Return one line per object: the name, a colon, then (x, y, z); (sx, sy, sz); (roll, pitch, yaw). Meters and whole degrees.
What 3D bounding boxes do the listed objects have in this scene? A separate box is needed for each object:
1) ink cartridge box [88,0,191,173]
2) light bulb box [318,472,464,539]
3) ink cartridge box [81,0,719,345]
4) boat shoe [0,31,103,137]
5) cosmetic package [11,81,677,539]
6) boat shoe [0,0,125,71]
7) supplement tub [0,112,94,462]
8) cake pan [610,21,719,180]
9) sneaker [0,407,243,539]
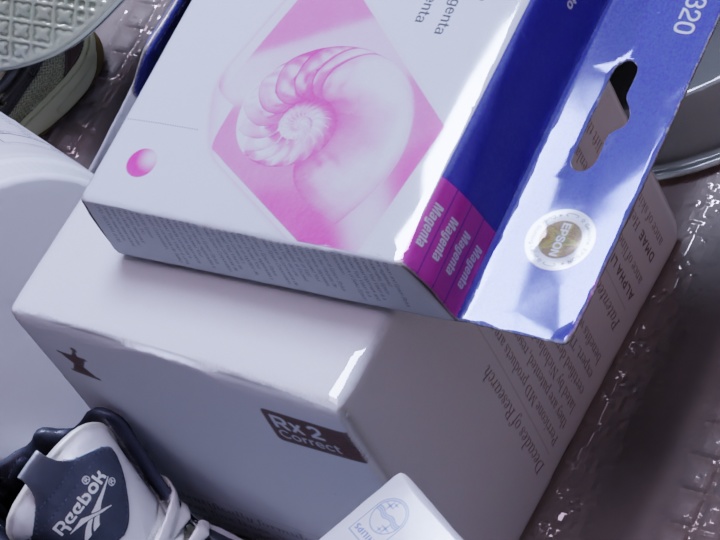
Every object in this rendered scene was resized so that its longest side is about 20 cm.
ink cartridge box: (-0.052, -0.128, 1.179); (0.047, 0.200, 0.198); (33, 68, -6)
light bulb box: (0.004, 0.214, 0.882); (0.200, 0.198, 0.125); (-39, 47, -6)
ink cartridge box: (0.022, -0.079, 0.975); (0.199, 0.043, 0.197); (10, 61, 31)
boat shoe: (-0.214, -0.065, 1.281); (0.073, 0.065, 0.200); (31, 74, 38)
cosmetic package: (0.000, 0.000, 1.063); (0.164, 0.165, 0.200); (15, 63, 34)
boat shoe: (-0.129, -0.158, 1.228); (0.200, 0.075, 0.062); (-32, 14, 19)
supplement tub: (-0.182, -0.008, 1.150); (0.132, 0.132, 0.200); (-44, 33, -9)
cake pan: (0.133, -0.130, 1.179); (0.200, 0.037, 0.201); (-13, 52, 17)
sneaker: (-0.082, 0.118, 1.039); (0.199, 0.130, 0.080); (24, 70, 37)
